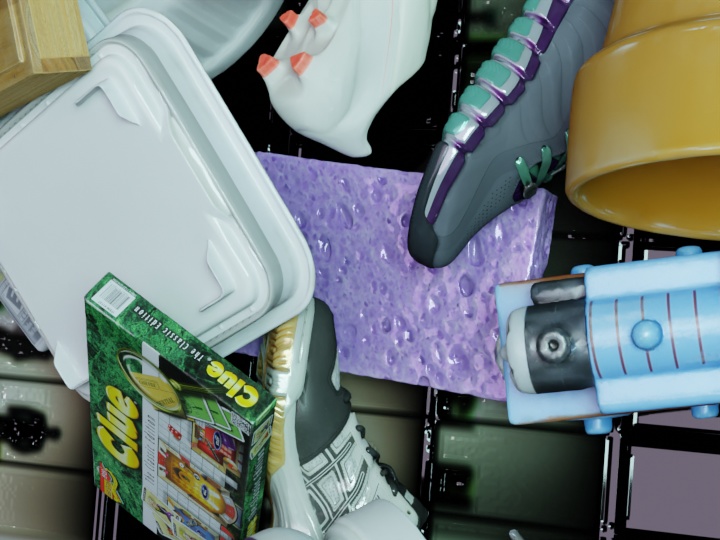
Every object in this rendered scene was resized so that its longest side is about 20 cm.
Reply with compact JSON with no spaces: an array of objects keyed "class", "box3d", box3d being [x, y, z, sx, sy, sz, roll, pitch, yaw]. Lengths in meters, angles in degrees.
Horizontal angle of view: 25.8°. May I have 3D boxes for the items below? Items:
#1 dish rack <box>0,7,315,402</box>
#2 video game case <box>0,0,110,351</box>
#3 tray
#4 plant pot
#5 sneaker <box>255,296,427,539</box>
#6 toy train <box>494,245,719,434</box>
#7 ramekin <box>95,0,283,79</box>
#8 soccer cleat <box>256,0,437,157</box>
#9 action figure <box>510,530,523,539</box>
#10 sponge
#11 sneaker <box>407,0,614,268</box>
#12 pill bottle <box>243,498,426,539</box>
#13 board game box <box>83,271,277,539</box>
[{"class":"dish rack","box3d":[-0.128,-0.020,0.804,0.199,0.043,0.173,-30,92,42]},{"class":"video game case","box3d":[-0.184,-0.074,0.864,0.182,0.023,0.200,53,134,5]},{"class":"tray","box3d":[-0.213,-0.124,0.808,0.199,0.037,0.100,-15,87,47]},{"class":"plant pot","box3d":[0.193,-0.120,0.696,0.198,0.200,0.186,0,81,21]},{"class":"sneaker","box3d":[-0.010,0.110,0.822,0.087,0.076,0.203,-3,96,-7]},{"class":"toy train","box3d":[0.155,0.029,0.735,0.198,0.114,0.088,-6,83,16]},{"class":"ramekin","box3d":[-0.138,-0.203,0.885,0.200,0.094,0.205,-2,85,21]},{"class":"soccer cleat","box3d":[0.016,-0.156,0.842,0.069,0.077,0.201,13,71,50]},{"class":"action figure","box3d":[0.093,0.229,0.749,0.119,0.101,0.201,-44,28,40]},{"class":"sponge","box3d":[0.000,0.000,0.849,0.198,0.030,0.113,9,90,22]},{"class":"sneaker","box3d":[0.100,-0.078,0.780,0.087,0.074,0.201,29,83,12]},{"class":"pill bottle","box3d":[-0.054,0.188,0.719,0.199,0.112,0.113,-27,74,-20]},{"class":"board game box","box3d":[-0.094,0.089,0.801,0.104,0.201,0.023,37,59,17]}]
